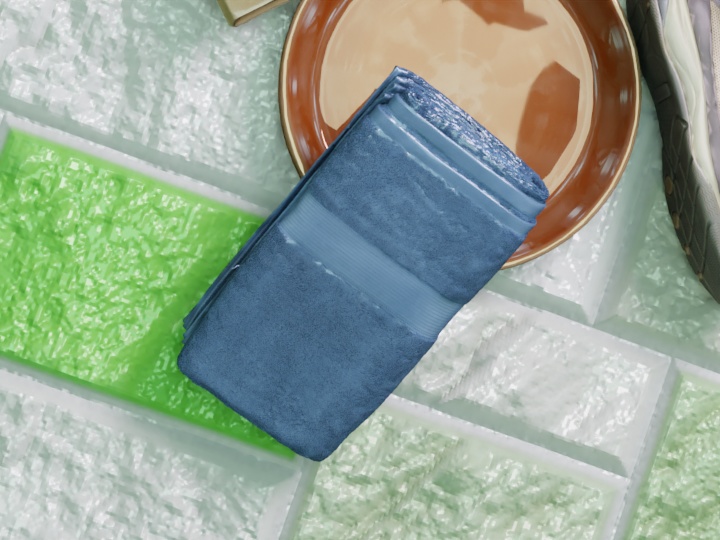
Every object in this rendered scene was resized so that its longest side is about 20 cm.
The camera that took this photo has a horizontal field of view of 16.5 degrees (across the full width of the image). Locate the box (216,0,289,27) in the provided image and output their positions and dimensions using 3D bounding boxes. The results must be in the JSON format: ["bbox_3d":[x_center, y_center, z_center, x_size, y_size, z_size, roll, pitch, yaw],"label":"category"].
[{"bbox_3d":[-0.043,-0.253,1.338,0.163,0.021,0.200,-27,83,-7],"label":"box"}]

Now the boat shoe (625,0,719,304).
[{"bbox_3d":[0.202,-0.080,1.360,0.073,0.074,0.201,-13,92,-7],"label":"boat shoe"}]

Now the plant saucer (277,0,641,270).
[{"bbox_3d":[0.053,-0.098,1.362,0.200,0.032,0.201,0,90,-8],"label":"plant saucer"}]

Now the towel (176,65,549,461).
[{"bbox_3d":[0.000,0.000,1.319,0.112,0.049,0.200,38,104,-9],"label":"towel"}]
